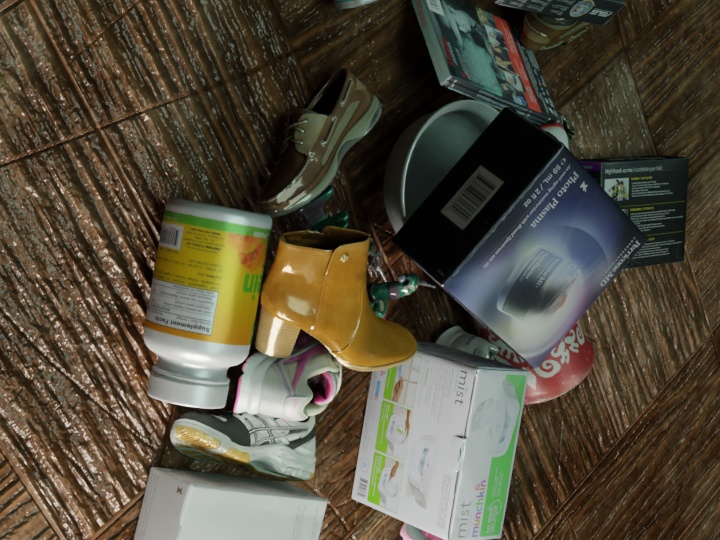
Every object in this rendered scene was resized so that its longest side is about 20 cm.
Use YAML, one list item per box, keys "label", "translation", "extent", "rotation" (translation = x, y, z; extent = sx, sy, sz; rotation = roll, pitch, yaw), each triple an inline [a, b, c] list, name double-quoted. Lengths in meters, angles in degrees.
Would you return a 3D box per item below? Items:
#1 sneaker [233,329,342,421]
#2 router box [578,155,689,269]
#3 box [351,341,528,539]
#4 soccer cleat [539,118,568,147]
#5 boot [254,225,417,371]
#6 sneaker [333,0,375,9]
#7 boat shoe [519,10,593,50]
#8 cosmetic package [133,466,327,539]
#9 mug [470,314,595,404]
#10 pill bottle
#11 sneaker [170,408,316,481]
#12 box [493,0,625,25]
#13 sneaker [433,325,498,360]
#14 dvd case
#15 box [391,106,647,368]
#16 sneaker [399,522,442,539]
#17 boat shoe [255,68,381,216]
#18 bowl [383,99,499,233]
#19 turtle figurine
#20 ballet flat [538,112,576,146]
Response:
- label: "sneaker"
  translation: [-0.058, 0.111, 1.482]
  extent: [0.200, 0.088, 0.082]
  rotation: [-45, 152, -56]
- label: "router box"
  translation: [0.374, -0.080, 1.887]
  extent: [0.199, 0.051, 0.151]
  rotation: [-6, 101, -41]
- label: "box"
  translation: [0.090, 0.194, 1.606]
  extent: [0.096, 0.176, 0.202]
  rotation: [7, 94, -42]
- label: "soccer cleat"
  translation: [0.219, -0.100, 1.675]
  extent: [0.068, 0.086, 0.201]
  rotation: [-8, 149, -11]
- label: "boot"
  translation: [-0.008, 0.026, 1.422]
  extent: [0.200, 0.071, 0.145]
  rotation: [4, 122, -28]
- label: "sneaker"
  translation: [0.029, -0.362, 1.514]
  extent: [0.200, 0.071, 0.080]
  rotation: [-44, 120, -32]
- label: "boat shoe"
  translation: [0.256, -0.325, 1.725]
  extent: [0.199, 0.076, 0.074]
  rotation: [-27, 157, -49]
- label: "cosmetic package"
  translation: [-0.141, 0.283, 1.482]
  extent: [0.199, 0.081, 0.114]
  rotation: [18, 87, -41]
- label: "mug"
  translation: [0.194, 0.039, 1.727]
  extent: [0.133, 0.178, 0.201]
  rotation: [-25, 116, 6]
- label: "pill bottle"
  translation: [-0.160, 0.033, 1.392]
  extent: [0.110, 0.111, 0.202]
  rotation: [8, 93, -42]
- label: "sneaker"
  translation: [-0.126, 0.170, 1.490]
  extent: [0.199, 0.075, 0.089]
  rotation: [25, 68, -46]
- label: "box"
  translation: [0.210, -0.379, 1.625]
  extent: [0.199, 0.044, 0.161]
  rotation: [0, 61, -42]
- label: "sneaker"
  translation: [0.141, 0.171, 1.707]
  extent: [0.074, 0.087, 0.202]
  rotation: [-27, 117, -36]
- label: "dvd case"
  translation: [0.147, -0.253, 1.613]
  extent: [0.199, 0.022, 0.147]
  rotation: [14, 50, -44]
- label: "box"
  translation: [0.181, -0.034, 1.523]
  extent: [0.200, 0.123, 0.198]
  rotation: [-49, 130, 2]
- label: "sneaker"
  translation: [0.101, 0.379, 1.737]
  extent: [0.199, 0.079, 0.096]
  rotation: [26, 103, -41]
- label: "boat shoe"
  translation: [-0.056, -0.141, 1.482]
  extent: [0.072, 0.075, 0.201]
  rotation: [55, 54, -30]
- label: "bowl"
  translation: [0.092, -0.101, 1.605]
  extent: [0.200, 0.090, 0.203]
  rotation: [-10, 105, -41]
- label: "turtle figurine"
  translation: [0.000, 0.000, 1.511]
  extent: [0.101, 0.149, 0.200]
  rotation: [-45, 131, -10]
- label: "ballet flat"
  translation: [0.259, -0.105, 1.769]
  extent: [0.046, 0.067, 0.202]
  rotation: [-6, 100, -8]
